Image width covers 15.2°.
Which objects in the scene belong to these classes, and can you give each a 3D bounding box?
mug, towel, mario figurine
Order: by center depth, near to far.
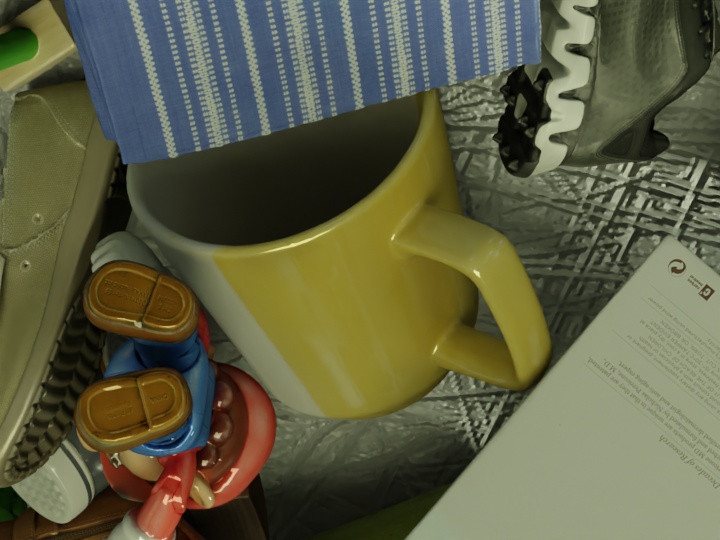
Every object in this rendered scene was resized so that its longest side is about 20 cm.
[{"bbox_3d":[-0.023,-0.114,1.141,0.198,0.024,0.145,-14,146,-2],"label":"towel"},{"bbox_3d":[-0.107,0.064,1.239,0.106,0.124,0.200,37,168,14],"label":"mario figurine"},{"bbox_3d":[-0.009,0.000,1.248,0.149,0.187,0.154,-24,131,0],"label":"mug"}]

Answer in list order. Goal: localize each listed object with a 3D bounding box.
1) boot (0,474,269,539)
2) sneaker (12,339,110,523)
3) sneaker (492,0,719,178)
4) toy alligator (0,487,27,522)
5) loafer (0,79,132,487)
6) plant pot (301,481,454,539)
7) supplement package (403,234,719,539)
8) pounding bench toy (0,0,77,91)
[{"bbox_3d":[-0.122,0.167,1.309,0.154,0.201,0.077,-15,128,6],"label":"boot"},{"bbox_3d":[-0.184,0.026,1.340,0.200,0.079,0.078,51,151,-6],"label":"sneaker"},{"bbox_3d":[0.126,-0.130,1.209,0.090,0.067,0.201,5,120,-18],"label":"sneaker"},{"bbox_3d":[-0.201,0.118,1.413,0.199,0.059,0.054,36,121,-20],"label":"toy alligator"},{"bbox_3d":[-0.155,0.002,1.278,0.068,0.201,0.076,14,170,14],"label":"loafer"},{"bbox_3d":[0.024,0.197,1.392,0.189,0.200,0.200,-31,119,10],"label":"plant pot"},{"bbox_3d":[0.144,0.132,1.236,0.191,0.147,0.200,40,81,11],"label":"supplement package"},{"bbox_3d":[-0.208,-0.123,1.179,0.124,0.156,0.200,-38,116,27],"label":"pounding bench toy"}]
